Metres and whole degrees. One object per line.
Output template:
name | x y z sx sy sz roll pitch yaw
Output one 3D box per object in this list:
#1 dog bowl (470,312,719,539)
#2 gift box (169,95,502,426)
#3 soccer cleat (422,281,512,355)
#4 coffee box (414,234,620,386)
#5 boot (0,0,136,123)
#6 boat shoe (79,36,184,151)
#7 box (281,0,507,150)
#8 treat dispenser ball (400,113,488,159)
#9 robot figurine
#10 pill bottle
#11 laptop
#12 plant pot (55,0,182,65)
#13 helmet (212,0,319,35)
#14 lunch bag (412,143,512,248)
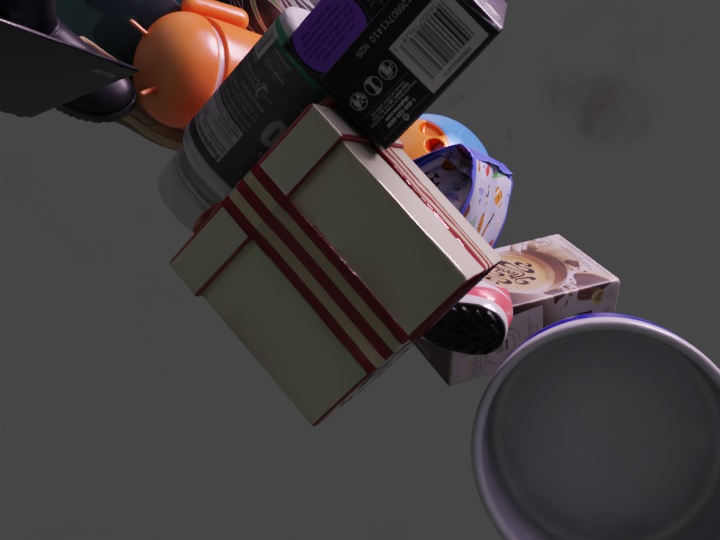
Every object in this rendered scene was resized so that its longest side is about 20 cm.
dog bowl | 0.187 0.134 0.639 0.200 0.201 0.079 40 11 10
gift box | -0.019 -0.014 0.665 0.187 0.184 0.200 48 12 7
soccer cleat | 0.043 0.025 0.782 0.198 0.069 0.073 12 29 15
coffee box | 0.154 0.037 0.888 0.198 0.080 0.113 -13 32 -20
boot | -0.265 -0.224 0.711 0.164 0.066 0.200 27 -28 -4
boat shoe | -0.228 -0.184 0.897 0.071 0.065 0.199 47 17 32
box | 0.036 -0.191 0.655 0.106 0.122 0.200 44 23 -8
treat dispenser ball | 0.094 -0.124 1.216 0.200 0.201 0.201 35 14 -10
robot figurine | -0.147 -0.197 0.864 0.116 0.145 0.199 34 19 37
pill bottle | -0.085 -0.122 0.747 0.113 0.200 0.113 37 25 -21
laptop | -0.307 -0.184 0.629 0.200 0.104 0.177 42 14 18
plant pot | -0.279 -0.290 0.937 0.200 0.135 0.200 46 8 -9
helmet | -0.082 -0.302 1.005 0.191 0.199 0.200 51 4 -34
lunch bag | 0.091 -0.055 0.998 0.124 0.201 0.170 43 16 21
